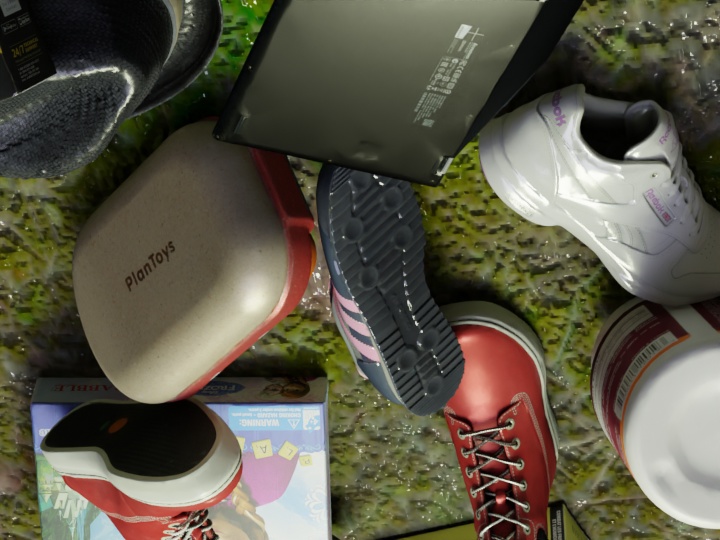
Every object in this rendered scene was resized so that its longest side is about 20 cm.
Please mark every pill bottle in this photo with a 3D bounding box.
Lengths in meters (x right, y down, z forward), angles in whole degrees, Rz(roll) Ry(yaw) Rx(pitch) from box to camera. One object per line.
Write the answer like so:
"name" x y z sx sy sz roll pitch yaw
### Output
"pill bottle" 0.200 0.077 1.580 0.114 0.200 0.114 -1 100 -3

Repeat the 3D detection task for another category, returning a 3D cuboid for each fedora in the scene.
"fedora" -0.174 -0.112 1.441 0.200 0.092 0.201 1 144 1

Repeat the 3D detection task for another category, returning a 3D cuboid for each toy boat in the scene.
"toy boat" -0.082 -0.005 1.581 0.131 0.131 0.200 -6 155 -43

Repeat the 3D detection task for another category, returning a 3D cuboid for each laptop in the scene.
"laptop" 0.044 -0.146 1.361 0.200 0.116 0.187 11 142 -16

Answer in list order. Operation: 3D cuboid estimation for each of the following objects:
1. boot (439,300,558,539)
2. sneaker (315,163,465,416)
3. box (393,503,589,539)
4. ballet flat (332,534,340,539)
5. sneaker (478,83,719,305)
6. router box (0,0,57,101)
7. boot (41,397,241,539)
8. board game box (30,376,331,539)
"boot" 0.088 0.124 1.702 0.072 0.144 0.200 -8 141 16
"sneaker" 0.000 0.000 1.609 0.070 0.082 0.200 -33 128 -24
"box" 0.070 0.227 1.918 0.200 0.050 0.075 -13 141 19
"ballet flat" -0.088 0.184 1.852 0.200 0.064 0.067 31 92 -10
"sneaker" 0.167 -0.044 1.532 0.200 0.075 0.100 27 138 -30
"router box" -0.279 -0.142 1.371 0.200 0.052 0.157 -17 101 22
"boot" -0.108 0.155 1.660 0.144 0.072 0.200 55 155 -20
"board game box" -0.119 0.169 1.785 0.200 0.041 0.200 -1 115 3
